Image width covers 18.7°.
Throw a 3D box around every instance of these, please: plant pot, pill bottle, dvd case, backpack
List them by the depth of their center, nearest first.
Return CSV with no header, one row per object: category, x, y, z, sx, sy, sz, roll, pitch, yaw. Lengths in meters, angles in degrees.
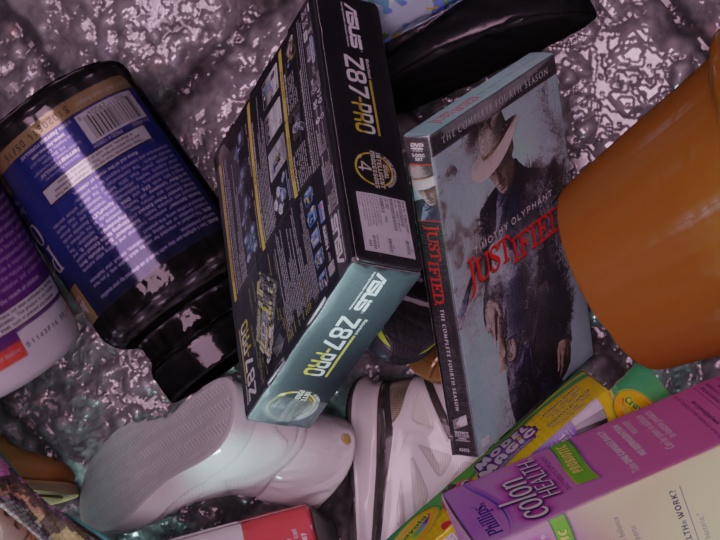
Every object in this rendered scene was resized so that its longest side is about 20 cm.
plant pot,0.223,-0.036,1.275,0.183,0.200,0.201,-29,87,26
dvd case,0.084,-0.011,1.286,0.022,0.146,0.201,5,115,35
backpack,0.028,-0.218,1.329,0.163,0.154,0.201,-21,75,17
pill bottle,-0.263,-0.020,1.332,0.111,0.111,0.200,-24,103,10
pill bottle,-0.140,-0.023,1.371,0.112,0.112,0.200,-36,85,10

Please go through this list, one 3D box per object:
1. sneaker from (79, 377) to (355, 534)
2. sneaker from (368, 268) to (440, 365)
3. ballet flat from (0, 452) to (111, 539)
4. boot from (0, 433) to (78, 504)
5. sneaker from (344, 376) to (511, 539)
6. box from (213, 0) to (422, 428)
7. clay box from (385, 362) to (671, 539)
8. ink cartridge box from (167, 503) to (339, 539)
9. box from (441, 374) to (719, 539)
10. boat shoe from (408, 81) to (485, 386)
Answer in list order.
sneaker,-0.087,0.131,1.377,0.200,0.115,0.074,-27,52,48
sneaker,0.000,0.000,1.329,0.074,0.200,0.081,16,118,-24
ballet flat,-0.204,0.159,1.286,0.200,0.071,0.069,43,138,-2
boot,-0.270,0.070,1.422,0.199,0.074,0.155,14,67,-16
sneaker,0.054,0.164,1.359,0.115,0.076,0.201,-3,89,12
box,-0.029,-0.035,1.266,0.049,0.200,0.161,10,139,-25
clay box,0.118,0.151,1.326,0.200,0.048,0.115,-41,112,-5
ink cartridge box,-0.102,0.243,1.347,0.199,0.083,0.147,-16,73,8
box,0.174,0.181,1.264,0.199,0.097,0.176,-23,106,-6
boat shoe,0.077,-0.019,1.357,0.071,0.069,0.201,6,74,33
